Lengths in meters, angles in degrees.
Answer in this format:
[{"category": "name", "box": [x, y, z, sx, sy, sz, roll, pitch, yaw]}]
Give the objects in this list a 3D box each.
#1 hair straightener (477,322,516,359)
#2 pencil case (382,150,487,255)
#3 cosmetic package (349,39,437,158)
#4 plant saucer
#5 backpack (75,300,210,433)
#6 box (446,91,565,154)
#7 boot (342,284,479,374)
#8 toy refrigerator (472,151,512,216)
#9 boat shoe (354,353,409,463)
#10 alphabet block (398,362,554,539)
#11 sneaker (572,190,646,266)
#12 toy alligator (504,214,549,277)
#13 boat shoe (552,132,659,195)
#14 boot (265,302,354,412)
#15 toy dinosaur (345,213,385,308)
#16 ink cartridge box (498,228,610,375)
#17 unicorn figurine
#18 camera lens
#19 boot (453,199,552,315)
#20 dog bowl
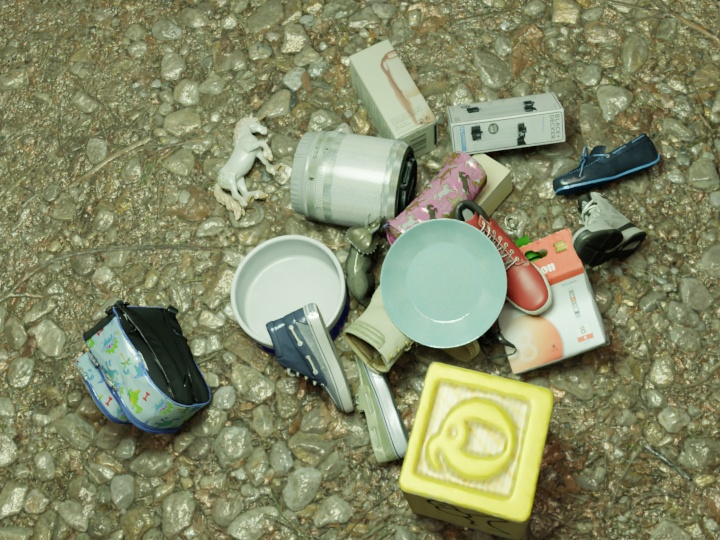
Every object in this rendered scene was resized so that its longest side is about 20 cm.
[{"category": "hair straightener", "box": [0.192, 0.079, 1.516, 0.041, 0.078, 0.200, -22, 49, -25]}, {"category": "pencil case", "box": [0.126, -0.110, 1.515, 0.086, 0.083, 0.200, 41, 73, 11]}, {"category": "cosmetic package", "box": [0.061, -0.309, 1.676, 0.087, 0.104, 0.201, -26, 68, -5]}, {"category": "plant saucer", "box": [0.131, 0.020, 1.437, 0.198, 0.039, 0.204, 0, 92, 11]}, {"category": "backpack", "box": [-0.352, 0.172, 1.497, 0.147, 0.183, 0.201, -41, 70, 15]}, {"category": "box", "box": [0.257, -0.262, 1.620, 0.197, 0.061, 0.117, -8, 26, 4]}, {"category": "boot", "box": [0.083, 0.116, 1.474, 0.199, 0.072, 0.155, 36, 50, 5]}, {"category": "toy refrigerator", "box": [0.175, -0.105, 1.595, 0.076, 0.070, 0.200, 35, 76, 27]}, {"category": "boat shoe", "box": [0.023, 0.214, 1.483, 0.061, 0.072, 0.202, -22, 67, 4]}, {"category": "alphabet block", "box": [0.176, 0.275, 1.365, 0.193, 0.200, 0.198, 11, 69, 11]}, {"category": "sneaker", "box": [0.382, -0.073, 1.509, 0.116, 0.199, 0.076, 49, 122, 28]}, {"category": "toy alligator", "box": [0.290, -0.021, 1.550, 0.059, 0.054, 0.202, -20, 67, -1]}, {"category": "boat shoe", "box": [0.420, -0.186, 1.593, 0.198, 0.084, 0.069, -18, 85, -15]}, {"category": "boot", "box": [-0.080, 0.153, 1.478, 0.089, 0.073, 0.202, -20, 109, 2]}, {"category": "toy dinosaur", "box": [0.000, 0.000, 1.544, 0.076, 0.102, 0.203, 10, 96, 19]}, {"category": "ink cartridge box", "box": [0.296, 0.050, 1.476, 0.161, 0.050, 0.202, -23, 77, 24]}, {"category": "unicorn figurine", "box": [-0.207, -0.205, 1.682, 0.137, 0.074, 0.201, 35, 82, 30]}, {"category": "camera lens", "box": [-0.007, -0.156, 1.590, 0.198, 0.160, 0.162, 10, 69, 12]}, {"category": "boot", "box": [0.221, -0.023, 1.452, 0.072, 0.144, 0.201, -40, 55, 10]}, {"category": "dog bowl", "box": [-0.119, 0.046, 1.566, 0.197, 0.079, 0.202, -3, 68, 6]}]
